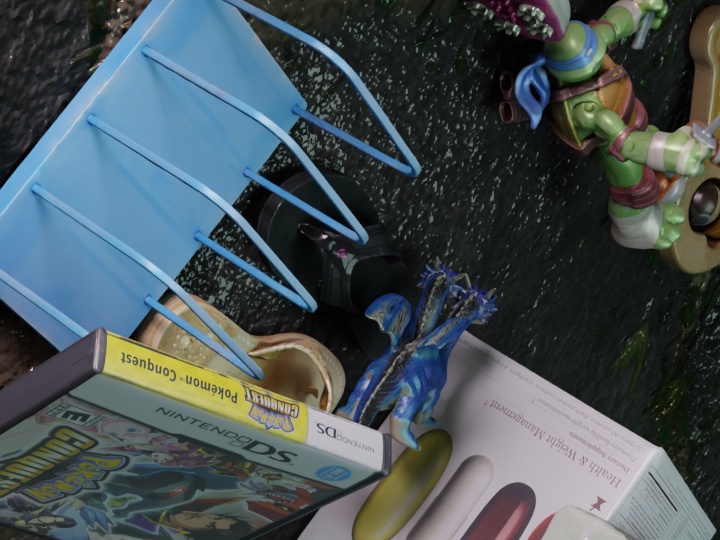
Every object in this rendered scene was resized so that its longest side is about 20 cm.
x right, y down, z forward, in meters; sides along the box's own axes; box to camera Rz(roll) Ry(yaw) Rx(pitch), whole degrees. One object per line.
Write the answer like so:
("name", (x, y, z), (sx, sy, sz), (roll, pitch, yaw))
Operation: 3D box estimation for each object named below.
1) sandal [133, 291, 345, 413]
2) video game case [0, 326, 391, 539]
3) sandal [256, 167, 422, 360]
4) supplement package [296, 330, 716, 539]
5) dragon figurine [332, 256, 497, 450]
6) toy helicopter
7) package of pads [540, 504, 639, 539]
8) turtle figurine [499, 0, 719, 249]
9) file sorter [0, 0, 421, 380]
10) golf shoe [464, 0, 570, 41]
("sandal", (-0.052, 0.075, 1.199), (0.078, 0.069, 0.211), (-59, 145, 0))
("video game case", (-0.114, 0.101, 1.019), (0.180, 0.199, 0.026), (23, 54, -33))
("sandal", (0.001, -0.001, 1.227), (0.076, 0.048, 0.200), (-54, 145, -7))
("supplement package", (0.097, 0.186, 1.355), (0.201, 0.191, 0.147), (-53, 142, -10))
("dragon figurine", (0.030, 0.050, 1.210), (0.200, 0.058, 0.100), (-22, 131, -69))
("toy helicopter", (0.250, -0.094, 1.463), (0.131, 0.079, 0.202), (-13, 114, -35))
("package of pads", (0.133, 0.259, 1.232), (0.154, 0.068, 0.201), (31, 89, -49))
("turtle figurine", (0.201, -0.111, 1.305), (0.199, 0.144, 0.194), (-38, 149, -8))
("file sorter", (-0.084, -0.029, 1.041), (0.201, 0.122, 0.139), (-52, 143, -9))
("golf shoe", (0.076, -0.211, 1.135), (0.200, 0.075, 0.092), (45, 68, -44))
